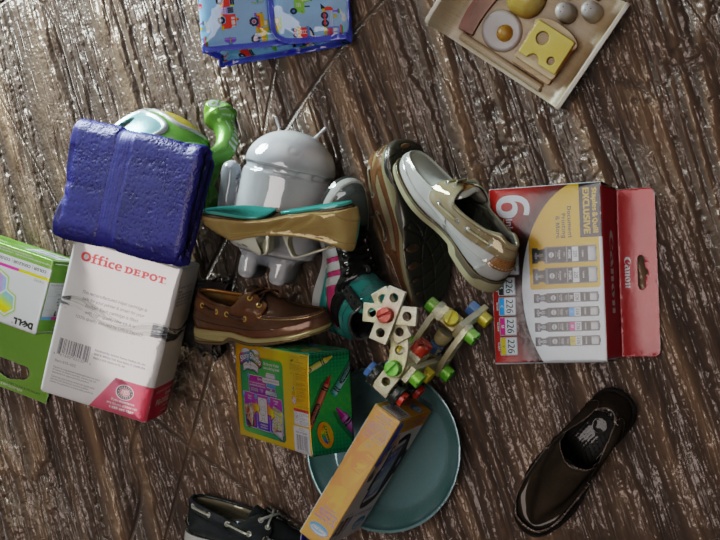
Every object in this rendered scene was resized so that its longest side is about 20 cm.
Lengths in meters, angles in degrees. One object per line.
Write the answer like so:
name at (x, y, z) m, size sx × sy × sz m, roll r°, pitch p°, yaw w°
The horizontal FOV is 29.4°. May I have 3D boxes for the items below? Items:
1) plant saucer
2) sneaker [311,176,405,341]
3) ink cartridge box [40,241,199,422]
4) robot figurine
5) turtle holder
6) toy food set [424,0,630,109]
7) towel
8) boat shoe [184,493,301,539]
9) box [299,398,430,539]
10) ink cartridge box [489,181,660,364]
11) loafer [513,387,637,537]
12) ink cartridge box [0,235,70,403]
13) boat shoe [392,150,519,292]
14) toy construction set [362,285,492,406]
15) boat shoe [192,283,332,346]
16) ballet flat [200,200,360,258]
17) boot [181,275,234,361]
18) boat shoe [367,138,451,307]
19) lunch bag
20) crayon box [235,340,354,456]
plant saucer at (0.031, 0.215, 1.660) m, size 0.199 × 0.036 × 0.201 m, roll 0°, pitch 89°, yaw 22°
sneaker at (0.000, 0.000, 1.610) m, size 0.121 × 0.083 × 0.201 m, roll 36°, pitch 131°, yaw 44°
ink cartridge box at (-0.297, 0.068, 1.704) m, size 0.144 × 0.084 × 0.201 m, roll 16°, pitch 97°, yaw 9°
robot figurine at (-0.095, -0.084, 1.674) m, size 0.169 × 0.113 × 0.201 m, roll 14°, pitch 95°, yaw 8°
turtle holder at (-0.248, -0.145, 1.727) m, size 0.186 × 0.141 × 0.132 m, roll -45°, pitch 58°, yaw 23°
toy food set at (0.191, -0.296, 1.588) m, size 0.200 × 0.060 × 0.144 m, roll 37°, pitch 102°, yaw 19°
towel at (-0.267, -0.092, 1.625) m, size 0.200 × 0.050 × 0.148 m, roll 14°, pitch 93°, yaw 29°
boat shoe at (-0.133, 0.321, 1.706) m, size 0.199 × 0.076 × 0.061 m, roll 5°, pitch 97°, yaw 22°
box at (0.002, 0.240, 1.589) m, size 0.041 × 0.119 × 0.200 m, roll 32°, pitch 101°, yaw 17°
ink cartridge box at (0.242, 0.003, 1.550) m, size 0.175 × 0.084 × 0.201 m, roll -4°, pitch 87°, yaw 22°
loafer at (0.233, 0.217, 1.557) m, size 0.073 × 0.071 × 0.200 m, roll 35°, pitch 102°, yaw 19°
ink cartridge box at (-0.473, 0.065, 1.848) m, size 0.147 × 0.076 × 0.201 m, roll 17°, pitch 94°, yaw 22°
boat shoe at (0.113, -0.071, 1.540) m, size 0.200 × 0.075 × 0.068 m, roll 53°, pitch 130°, yaw 26°
toy construction set at (0.067, 0.082, 1.560) m, size 0.092 × 0.200 × 0.131 m, roll 45°, pitch 105°, yaw 28°
boat shoe at (-0.125, 0.052, 1.651) m, size 0.200 × 0.072 × 0.068 m, roll -1°, pitch 102°, yaw 35°
ballet flat at (-0.095, -0.044, 1.579) m, size 0.199 × 0.069 × 0.063 m, roll -1°, pitch 101°, yaw 24°
boot at (-0.257, 0.081, 1.767) m, size 0.174 × 0.069 × 0.201 m, roll 19°, pitch 103°, yaw 13°
boat shoe at (0.054, -0.056, 1.643) m, size 0.074 × 0.076 × 0.201 m, roll -6°, pitch 94°, yaw 54°
lunch bag at (-0.096, -0.346, 1.705) m, size 0.199 × 0.094 × 0.151 m, roll -6°, pitch 86°, yaw 10°
crayon box at (-0.082, 0.146, 1.634) m, size 0.200 × 0.058 × 0.119 m, roll 4°, pitch 98°, yaw 60°
